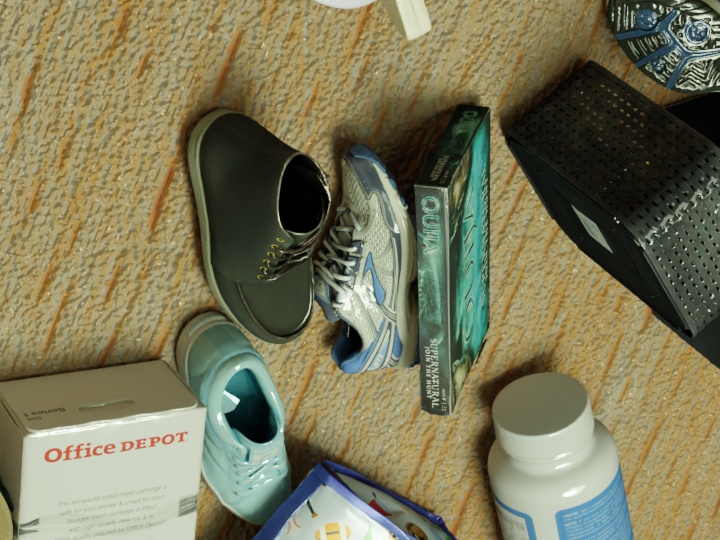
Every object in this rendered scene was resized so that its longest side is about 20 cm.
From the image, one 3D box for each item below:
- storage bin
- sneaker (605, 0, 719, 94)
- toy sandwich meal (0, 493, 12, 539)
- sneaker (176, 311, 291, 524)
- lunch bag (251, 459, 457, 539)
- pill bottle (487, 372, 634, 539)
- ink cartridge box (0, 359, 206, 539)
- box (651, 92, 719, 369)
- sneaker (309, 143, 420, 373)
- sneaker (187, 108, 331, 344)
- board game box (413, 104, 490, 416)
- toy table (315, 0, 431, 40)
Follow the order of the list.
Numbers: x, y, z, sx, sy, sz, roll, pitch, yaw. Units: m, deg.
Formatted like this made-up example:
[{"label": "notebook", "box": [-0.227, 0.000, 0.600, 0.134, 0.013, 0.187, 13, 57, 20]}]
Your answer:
[{"label": "storage bin", "box": [0.213, -0.057, 1.647, 0.094, 0.200, 0.135, -40, 129, -5]}, {"label": "sneaker", "box": [0.279, -0.181, 1.704, 0.199, 0.077, 0.076, 23, 120, -19]}, {"label": "toy sandwich meal", "box": [-0.344, 0.205, 1.523, 0.204, 0.070, 0.206, -4, 127, -5]}, {"label": "sneaker", "box": [-0.090, 0.131, 1.653, 0.074, 0.082, 0.201, -28, 127, -13]}, {"label": "lunch bag", "box": [-0.017, 0.258, 1.736, 0.170, 0.124, 0.200, -51, 132, 4]}, {"label": "pill bottle", "box": [0.169, 0.189, 1.817, 0.112, 0.112, 0.201, -25, 127, -16]}, {"label": "ink cartridge box", "box": [-0.202, 0.177, 1.611, 0.145, 0.084, 0.201, -7, 119, -28]}, {"label": "box", "box": [0.353, -0.050, 1.785, 0.199, 0.124, 0.197, -19, 126, -20]}, {"label": "sneaker", "box": [0.000, 0.000, 1.639, 0.085, 0.077, 0.201, -17, 122, -13]}, {"label": "sneaker", "box": [-0.061, -0.014, 1.565, 0.075, 0.106, 0.201, -35, 129, -23]}, {"label": "board game box", "box": [0.073, -0.008, 1.648, 0.028, 0.135, 0.201, 6, 122, 15]}, {"label": "toy table", "box": [-0.004, -0.254, 1.460, 0.184, 0.117, 0.200, -37, 126, -3]}]
